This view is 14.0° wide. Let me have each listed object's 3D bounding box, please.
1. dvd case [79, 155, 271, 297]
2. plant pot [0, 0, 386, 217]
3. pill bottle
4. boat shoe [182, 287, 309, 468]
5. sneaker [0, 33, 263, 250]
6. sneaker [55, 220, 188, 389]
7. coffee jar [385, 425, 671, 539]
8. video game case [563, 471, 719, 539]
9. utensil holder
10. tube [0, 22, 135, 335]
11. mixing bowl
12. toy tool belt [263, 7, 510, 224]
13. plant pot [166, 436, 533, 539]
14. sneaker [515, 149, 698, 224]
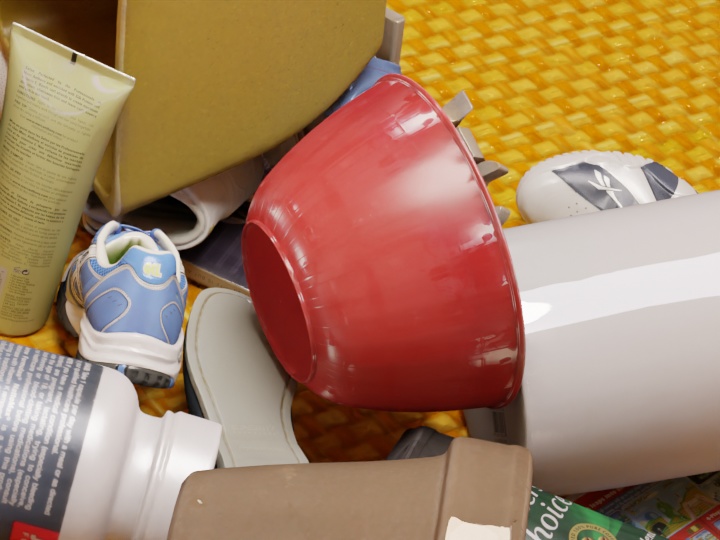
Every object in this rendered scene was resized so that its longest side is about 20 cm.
[{"bbox_3d":[-0.081,-0.038,1.859,0.199,0.016,0.149,25,37,9],"label":"dvd case"},{"bbox_3d":[-0.091,-0.183,1.735,0.199,0.196,0.195,-15,46,-23],"label":"plant pot"},{"bbox_3d":[-0.181,0.100,1.568,0.199,0.120,0.120,15,38,-4],"label":"pill bottle"},{"bbox_3d":[-0.066,0.095,1.667,0.074,0.062,0.201,4,43,-25],"label":"boat shoe"},{"bbox_3d":[-0.166,-0.081,1.796,0.199,0.074,0.116,24,28,7],"label":"sneaker"},{"bbox_3d":[-0.130,0.010,1.691,0.075,0.078,0.200,10,10,-16],"label":"sneaker"},{"bbox_3d":[0.091,0.168,1.623,0.199,0.086,0.104,24,44,8],"label":"coffee jar"},{"bbox_3d":[0.222,0.180,1.719,0.200,0.018,0.143,40,43,25],"label":"video game case"},{"bbox_3d":[0.167,0.041,1.718,0.199,0.171,0.170,-8,44,-12],"label":"utensil holder"},{"bbox_3d":[-0.183,-0.050,1.683,0.058,0.201,0.052,-4,45,-25],"label":"tube"},{"bbox_3d":[0.000,0.000,1.647,0.108,0.201,0.200,-19,49,-17],"label":"mixing bowl"},{"bbox_3d":[0.028,-0.055,1.798,0.125,0.123,0.201,-7,58,-53],"label":"toy tool belt"},{"bbox_3d":[-0.014,0.175,1.478,0.173,0.201,0.201,10,38,1],"label":"plant pot"},{"bbox_3d":[0.189,0.000,1.870,0.198,0.080,0.130,28,29,-5],"label":"sneaker"}]
